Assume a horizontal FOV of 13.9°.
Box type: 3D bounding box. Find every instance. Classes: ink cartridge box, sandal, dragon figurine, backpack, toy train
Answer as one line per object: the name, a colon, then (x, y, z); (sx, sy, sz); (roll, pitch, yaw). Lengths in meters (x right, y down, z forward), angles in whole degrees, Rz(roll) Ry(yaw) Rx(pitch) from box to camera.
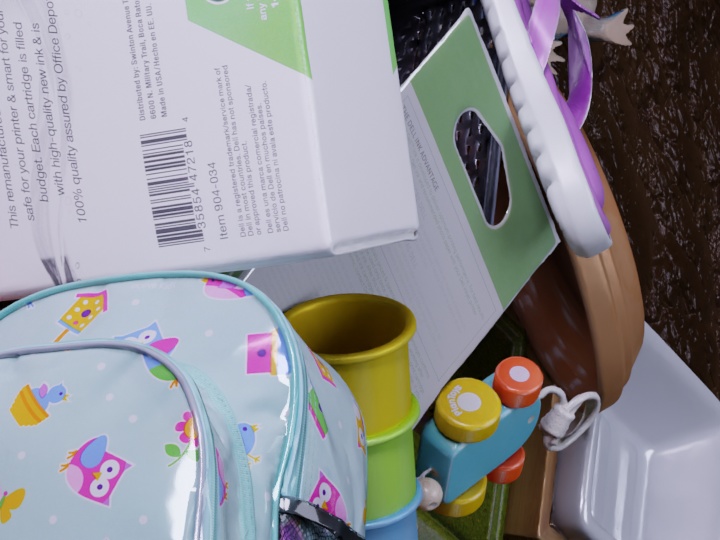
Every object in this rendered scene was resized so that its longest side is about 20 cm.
ink cartridge box: (0.000, 0.000, 1.289); (0.200, 0.048, 0.146); (-53, 136, -31)
sandal: (0.089, -0.100, 1.360); (0.082, 0.049, 0.204); (57, 16, -69)
dragon figurine: (0.080, -0.139, 1.618); (0.199, 0.099, 0.059); (-23, 106, -40)
backpack: (-0.086, 0.097, 1.089); (0.153, 0.175, 0.201); (50, 39, -50)
ink cartridge box: (-0.090, -0.069, 1.162); (0.084, 0.199, 0.147); (-13, 95, -63)
toy train: (0.022, 0.117, 1.386); (0.200, 0.056, 0.150); (-53, 156, 4)

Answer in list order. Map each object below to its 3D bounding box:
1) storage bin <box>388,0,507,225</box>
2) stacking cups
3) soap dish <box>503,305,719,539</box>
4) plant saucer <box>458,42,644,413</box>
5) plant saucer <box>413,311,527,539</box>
storage bin: (-0.009, -0.089, 1.391); (0.135, 0.093, 0.201); (28, 59, -40)
stacking cups: (-0.003, 0.112, 1.242); (0.060, 0.060, 0.201); (-43, 136, -55)
soap dish: (0.134, 0.111, 1.639); (0.200, 0.081, 0.158); (41, 50, -50)
plant saucer: (0.095, -0.026, 1.493); (0.200, 0.037, 0.201); (159, -90, -82)
plant saucer: (0.027, 0.067, 1.493); (0.200, 0.048, 0.201); (43, 48, -49)
